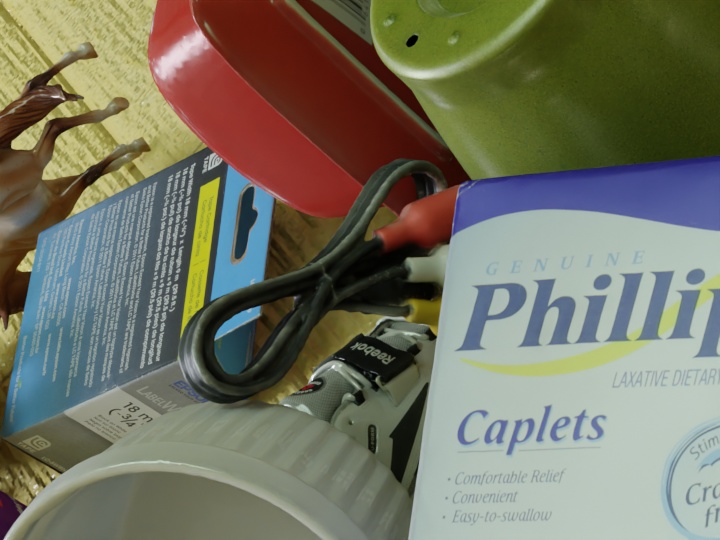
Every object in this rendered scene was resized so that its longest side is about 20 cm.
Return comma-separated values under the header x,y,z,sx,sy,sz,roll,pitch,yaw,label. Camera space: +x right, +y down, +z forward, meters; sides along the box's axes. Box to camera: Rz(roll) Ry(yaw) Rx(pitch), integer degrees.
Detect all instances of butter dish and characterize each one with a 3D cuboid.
x,y,z,sx,sy,sz,roll,pitch,yaw,label
-0.036,-0.113,1.349,0.147,0.199,0.201,-25,36,37,butter dish

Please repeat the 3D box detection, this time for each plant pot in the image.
x,y,z,sx,sy,sz,roll,pitch,yaw,label
0.111,-0.093,1.187,0.200,0.193,0.201,-28,44,31,plant pot

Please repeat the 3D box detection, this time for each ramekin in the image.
x,y,z,sx,sy,sz,roll,pitch,yaw,label
-0.056,0.153,1.181,0.200,0.201,0.105,-32,8,28,ramekin

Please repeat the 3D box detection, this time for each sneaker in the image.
x,y,z,sx,sy,sz,roll,pitch,yaw,label
0.008,0.063,1.269,0.074,0.088,0.201,-2,59,49,sneaker

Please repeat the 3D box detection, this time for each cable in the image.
x,y,z,sx,sy,sz,roll,pitch,yaw,label
0.000,0.000,1.215,0.050,0.199,0.098,-17,87,46,cable

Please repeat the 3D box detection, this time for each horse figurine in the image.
x,y,z,sx,sy,sz,roll,pitch,yaw,label
-0.187,-0.055,1.527,0.132,0.200,0.050,-37,69,-9,horse figurine

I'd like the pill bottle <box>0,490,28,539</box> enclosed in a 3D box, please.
x,y,z,sx,sy,sz,roll,pitch,yaw,label
-0.168,0.174,1.280,0.112,0.200,0.113,-28,43,31,pill bottle

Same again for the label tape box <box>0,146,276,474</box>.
x,y,z,sx,sy,sz,roll,pitch,yaw,label
-0.099,0.015,1.446,0.199,0.063,0.145,-24,45,35,label tape box

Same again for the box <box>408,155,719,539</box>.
x,y,z,sx,sy,sz,roll,pitch,yaw,label
0.124,0.065,1.042,0.183,0.105,0.201,-4,65,30,box
